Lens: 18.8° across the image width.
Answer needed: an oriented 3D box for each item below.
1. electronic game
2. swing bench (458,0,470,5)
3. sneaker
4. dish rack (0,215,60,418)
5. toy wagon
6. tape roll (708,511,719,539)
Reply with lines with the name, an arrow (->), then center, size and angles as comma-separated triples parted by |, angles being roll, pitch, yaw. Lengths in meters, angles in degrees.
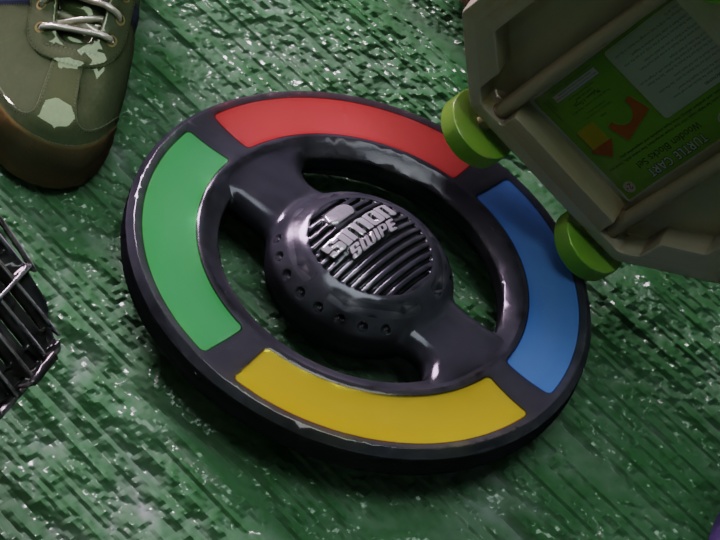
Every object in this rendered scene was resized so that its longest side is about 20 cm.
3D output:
electronic game -> 0.000, 0.000, 0.883 | 0.198, 0.042, 0.201 | 12, 45, -12
swing bench -> 0.111, -0.144, 0.950 | 0.198, 0.130, 0.200 | 36, 16, 14
sneaker -> -0.123, -0.136, 0.927 | 0.066, 0.090, 0.201 | 12, 45, -12
dish rack -> -0.181, 0.023, 0.635 | 0.154, 0.054, 0.200 | 54, 41, -15
toy wagon -> 0.129, -0.049, 0.857 | 0.200, 0.155, 0.040 | 45, 48, -11
tape roll -> 0.237, 0.123, 0.832 | 0.198, 0.085, 0.201 | 12, 44, -12
